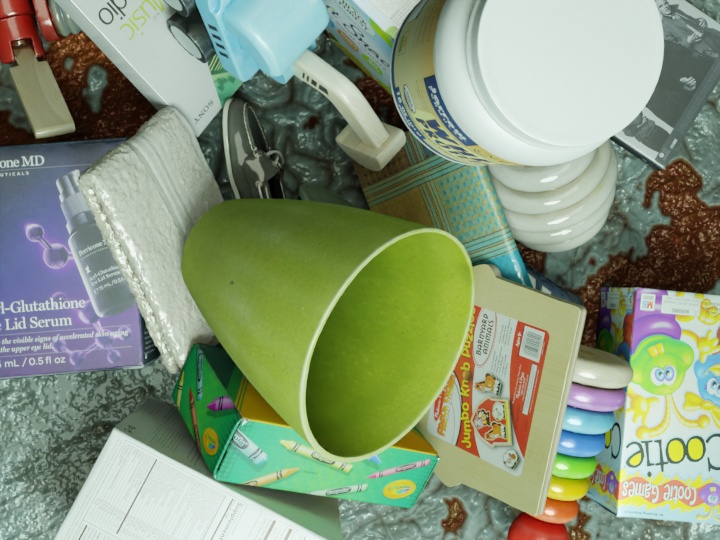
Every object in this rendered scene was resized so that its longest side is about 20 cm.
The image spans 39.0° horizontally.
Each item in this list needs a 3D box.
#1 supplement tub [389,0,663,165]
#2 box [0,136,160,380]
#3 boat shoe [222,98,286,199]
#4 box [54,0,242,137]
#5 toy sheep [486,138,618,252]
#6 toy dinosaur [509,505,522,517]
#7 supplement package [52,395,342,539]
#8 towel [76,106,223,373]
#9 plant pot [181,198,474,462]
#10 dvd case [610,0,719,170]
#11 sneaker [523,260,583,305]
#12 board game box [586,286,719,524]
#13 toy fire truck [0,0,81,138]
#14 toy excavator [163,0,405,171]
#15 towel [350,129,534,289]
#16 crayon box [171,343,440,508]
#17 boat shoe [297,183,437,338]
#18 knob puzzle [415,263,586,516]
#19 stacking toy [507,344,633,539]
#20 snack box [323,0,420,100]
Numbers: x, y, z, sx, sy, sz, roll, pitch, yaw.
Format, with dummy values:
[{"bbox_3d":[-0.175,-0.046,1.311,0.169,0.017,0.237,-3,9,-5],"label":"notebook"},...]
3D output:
[{"bbox_3d":[0.108,-0.145,0.708,0.144,0.200,0.145,-1,96,-11],"label":"supplement tub"},{"bbox_3d":[-0.262,-0.010,0.892,0.147,0.104,0.201,-6,90,-4],"label":"box"},{"bbox_3d":[-0.080,-0.058,0.922,0.057,0.067,0.201,-6,97,13],"label":"boat shoe"},{"bbox_3d":[-0.165,-0.233,0.871,0.144,0.036,0.200,-54,130,-15],"label":"box"},{"bbox_3d":[0.163,-0.085,0.901,0.137,0.200,0.138,-12,54,18],"label":"toy sheep"},{"bbox_3d":[0.124,0.163,0.954,0.101,0.058,0.200,-41,85,11],"label":"toy dinosaur"},{"bbox_3d":[-0.137,0.225,0.855,0.200,0.191,0.147,28,89,-3],"label":"supplement package"},{"bbox_3d":[-0.157,-0.024,0.867,0.034,0.133,0.200,-6,119,29],"label":"towel"},{"bbox_3d":[-0.046,0.021,0.804,0.200,0.187,0.187,27,87,36],"label":"plant pot"},{"bbox_3d":[0.245,-0.212,0.972,0.200,0.025,0.151,33,87,-3],"label":"dvd case"},{"bbox_3d":[0.153,0.019,0.944,0.084,0.075,0.200,-28,96,-13],"label":"sneaker"},{"bbox_3d":[0.276,0.119,0.931,0.105,0.103,0.201,5,89,-4],"label":"board game box"},{"bbox_3d":[-0.256,-0.226,0.895,0.175,0.129,0.201,-12,102,-5],"label":"toy fire truck"},{"bbox_3d":[-0.057,-0.180,0.833,0.200,0.195,0.100,38,77,20],"label":"toy excavator"},{"bbox_3d":[0.075,-0.030,0.904,0.022,0.146,0.201,-24,95,-43],"label":"towel"},{"bbox_3d":[-0.046,0.132,0.855,0.200,0.119,0.058,17,107,-34],"label":"crayon box"},{"bbox_3d":[0.000,0.000,0.907,0.201,0.072,0.061,47,121,28],"label":"boat shoe"},{"bbox_3d":[0.099,0.091,0.881,0.030,0.219,0.220,-1,89,-44],"label":"knob puzzle"},{"bbox_3d":[0.173,0.167,0.881,0.085,0.085,0.201,11,97,-4],"label":"stacking toy"},{"bbox_3d":[0.010,-0.231,0.882,0.200,0.169,0.068,43,86,-3],"label":"snack box"}]
